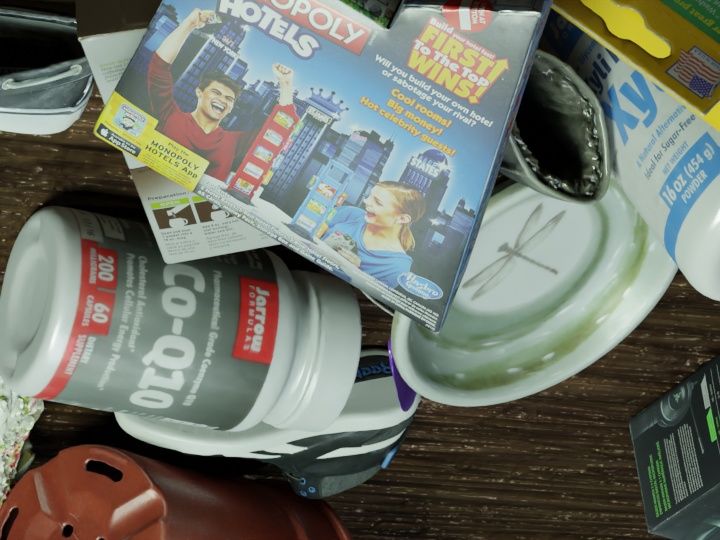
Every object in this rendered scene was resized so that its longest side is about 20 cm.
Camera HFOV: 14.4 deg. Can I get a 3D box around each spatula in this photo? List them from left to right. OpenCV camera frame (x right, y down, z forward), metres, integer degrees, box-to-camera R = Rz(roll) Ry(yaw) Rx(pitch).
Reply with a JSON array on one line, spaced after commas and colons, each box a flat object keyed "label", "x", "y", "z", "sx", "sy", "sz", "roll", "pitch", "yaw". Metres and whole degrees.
[{"label": "spatula", "x": 0.000, "y": 0.000, "z": 1.692, "sx": 0.020, "sy": 0.057, "sz": 0.201, "roll": -11, "pitch": 125, "yaw": 28}]

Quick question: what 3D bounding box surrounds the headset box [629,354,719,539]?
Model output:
[{"label": "headset box", "x": 0.304, "y": 0.119, "z": 1.917, "sx": 0.173, "sy": 0.093, "sz": 0.200, "roll": 17, "pitch": 139, "yaw": -32}]

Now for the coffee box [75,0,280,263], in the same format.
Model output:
[{"label": "coffee box", "x": -0.090, "y": -0.110, "z": 1.494, "sx": 0.079, "sy": 0.115, "sz": 0.200, "roll": -10, "pitch": 146, "yaw": 4}]

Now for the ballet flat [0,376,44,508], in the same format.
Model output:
[{"label": "ballet flat", "x": -0.236, "y": 0.112, "z": 1.837, "sx": 0.064, "sy": 0.076, "sz": 0.200, "roll": -29, "pitch": 162, "yaw": -30}]

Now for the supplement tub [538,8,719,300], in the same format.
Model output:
[{"label": "supplement tub", "x": 0.175, "y": -0.096, "z": 1.459, "sx": 0.131, "sy": 0.200, "sz": 0.132, "roll": -25, "pitch": 150, "yaw": -16}]

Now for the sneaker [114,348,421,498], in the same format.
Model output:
[{"label": "sneaker", "x": -0.063, "y": 0.111, "z": 1.854, "sx": 0.199, "sy": 0.073, "sz": 0.112, "roll": -2, "pitch": 144, "yaw": -10}]

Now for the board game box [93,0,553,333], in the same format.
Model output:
[{"label": "board game box", "x": 0.003, "y": -0.096, "z": 1.348, "sx": 0.199, "sy": 0.062, "sz": 0.200, "roll": 30, "pitch": 131, "yaw": -6}]

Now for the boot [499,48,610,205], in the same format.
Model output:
[{"label": "boot", "x": 0.066, "y": -0.073, "z": 1.500, "sx": 0.199, "sy": 0.073, "sz": 0.182, "roll": 18, "pitch": 158, "yaw": 48}]

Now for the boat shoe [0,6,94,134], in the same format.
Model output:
[{"label": "boat shoe", "x": -0.233, "y": -0.113, "z": 1.500, "sx": 0.199, "sy": 0.072, "sz": 0.068, "roll": 4, "pitch": 146, "yaw": -20}]

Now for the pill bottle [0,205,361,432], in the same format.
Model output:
[{"label": "pill bottle", "x": -0.107, "y": 0.034, "z": 1.699, "sx": 0.199, "sy": 0.114, "sz": 0.114, "roll": 11, "pitch": 142, "yaw": -25}]

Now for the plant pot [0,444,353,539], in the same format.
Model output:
[{"label": "plant pot", "x": -0.131, "y": 0.208, "z": 1.850, "sx": 0.200, "sy": 0.202, "sz": 0.195, "roll": -25, "pitch": 149, "yaw": 24}]

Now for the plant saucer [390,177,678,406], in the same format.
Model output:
[{"label": "plant saucer", "x": 0.101, "y": -0.004, "z": 1.712, "sx": 0.199, "sy": 0.050, "sz": 0.201, "roll": -19, "pitch": 142, "yaw": -16}]

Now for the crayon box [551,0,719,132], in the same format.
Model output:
[{"label": "crayon box", "x": 0.177, "y": -0.151, "z": 1.386, "sx": 0.200, "sy": 0.126, "sz": 0.052, "roll": -40, "pitch": 157, "yaw": -28}]
